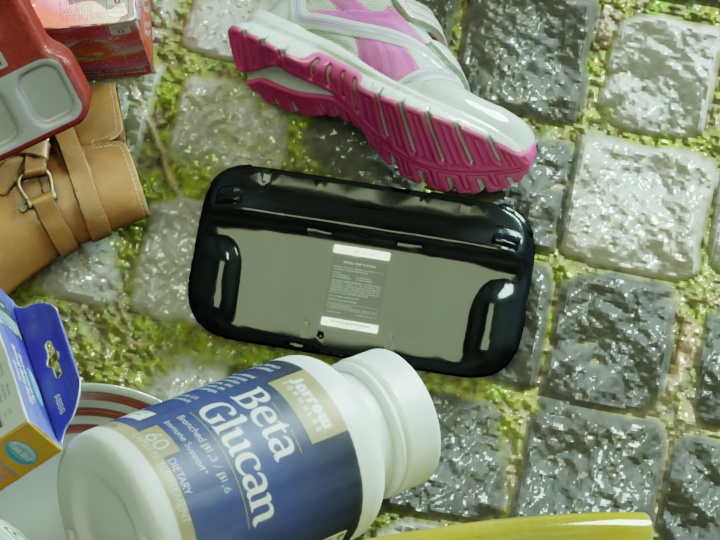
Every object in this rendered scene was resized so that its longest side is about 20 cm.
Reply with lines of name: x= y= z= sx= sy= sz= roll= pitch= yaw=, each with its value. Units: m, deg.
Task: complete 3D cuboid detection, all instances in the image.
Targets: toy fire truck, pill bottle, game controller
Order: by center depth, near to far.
pill bottle: x=-0.057 y=0.111 z=1.642 sx=0.199 sy=0.111 sz=0.111 roll=-20 pitch=72 yaw=-33
toy fire truck: x=-0.271 y=-0.114 z=1.666 sx=0.199 sy=0.112 sz=0.168 roll=-26 pitch=110 yaw=3
game controller: x=0.000 y=0.000 z=1.743 sx=0.199 sy=0.042 sz=0.105 roll=9 pitch=89 yaw=6

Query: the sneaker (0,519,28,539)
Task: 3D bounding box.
sneaker: x=-0.150 y=0.194 z=1.556 sx=0.199 sy=0.072 sz=0.072 roll=24 pitch=36 yaw=17

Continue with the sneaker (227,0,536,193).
sneaker: x=0.023 y=-0.119 z=1.742 sx=0.200 sy=0.081 sz=0.088 roll=30 pitch=66 yaw=18

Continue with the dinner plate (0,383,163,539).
dinner plate: x=-0.156 y=0.164 z=1.674 sx=0.199 sy=0.024 sz=0.201 roll=1 pitch=87 yaw=-20

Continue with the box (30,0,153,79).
box: x=-0.227 y=-0.170 z=1.767 sx=0.199 sy=0.095 sz=0.103 roll=-5 pitch=74 yaw=1

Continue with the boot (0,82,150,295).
boot: x=-0.197 y=-0.015 z=1.735 sx=0.154 sy=0.074 sz=0.201 roll=-10 pitch=76 yaw=-5

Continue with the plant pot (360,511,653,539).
plant pot: x=0.031 y=0.230 z=1.557 sx=0.176 sy=0.200 sz=0.201 roll=9 pitch=73 yaw=-19

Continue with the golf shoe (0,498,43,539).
golf shoe: x=-0.266 y=0.189 z=1.676 sx=0.200 sy=0.073 sz=0.092 roll=-39 pitch=77 yaw=-9

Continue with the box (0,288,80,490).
box: x=-0.247 y=0.088 z=1.634 sx=0.200 sy=0.041 sz=0.119 roll=-35 pitch=48 yaw=11
